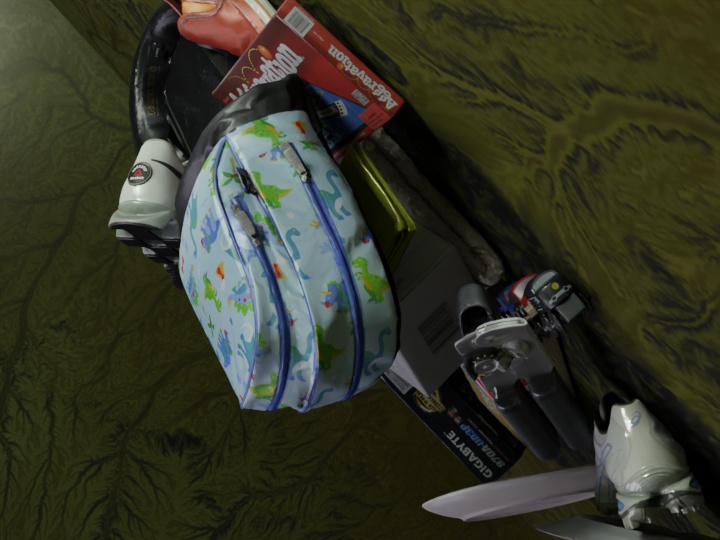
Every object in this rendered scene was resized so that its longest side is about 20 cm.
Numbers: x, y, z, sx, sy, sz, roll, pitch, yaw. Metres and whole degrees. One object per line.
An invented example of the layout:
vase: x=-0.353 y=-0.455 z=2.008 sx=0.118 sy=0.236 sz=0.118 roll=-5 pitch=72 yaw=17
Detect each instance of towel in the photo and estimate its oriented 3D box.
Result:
towel: x=0.031 y=-0.060 z=1.129 sx=0.200 sy=0.034 sz=0.133 roll=47 pitch=175 yaw=-1
towel: x=-0.022 y=0.006 z=1.047 sx=0.086 sy=0.018 sz=0.200 roll=55 pitch=139 yaw=26

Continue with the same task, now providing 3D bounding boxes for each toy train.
toy train: x=0.124 y=0.025 z=1.017 sx=0.046 sy=0.034 sz=0.200 roll=50 pitch=175 yaw=3

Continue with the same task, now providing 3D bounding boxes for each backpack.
backpack: x=-0.051 y=-0.001 z=0.967 sx=0.200 sy=0.153 sz=0.163 roll=51 pitch=144 yaw=17

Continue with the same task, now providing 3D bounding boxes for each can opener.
can opener: x=0.118 y=0.072 z=1.044 sx=0.200 sy=0.053 sz=0.067 roll=50 pitch=-156 yaw=-54

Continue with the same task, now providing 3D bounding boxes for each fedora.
fedora: x=-0.115 y=-0.141 z=1.216 sx=0.091 sy=0.201 sz=0.201 roll=3 pitch=-152 yaw=-40

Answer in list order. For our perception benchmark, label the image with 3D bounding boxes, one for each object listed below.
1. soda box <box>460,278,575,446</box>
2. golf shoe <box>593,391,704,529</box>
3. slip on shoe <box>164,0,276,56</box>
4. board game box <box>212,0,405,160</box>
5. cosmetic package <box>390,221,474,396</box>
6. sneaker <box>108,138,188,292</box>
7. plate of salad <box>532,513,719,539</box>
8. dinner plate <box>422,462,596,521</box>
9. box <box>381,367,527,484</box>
soda box: x=0.129 y=0.081 z=1.212 sx=0.064 sy=0.068 sz=0.200 roll=44 pitch=174 yaw=25
golf shoe: x=0.210 y=0.136 z=1.092 sx=0.200 sy=0.078 sz=0.098 roll=82 pitch=170 yaw=-82
slip on shoe: x=-0.107 y=-0.193 z=1.101 sx=0.200 sy=0.061 sz=0.074 roll=43 pitch=172 yaw=22
board game box: x=-0.043 y=-0.123 z=1.026 sx=0.103 sy=0.019 sz=0.200 roll=42 pitch=162 yaw=-7
cosmetic package: x=0.000 y=0.000 z=1.133 sx=0.200 sy=0.085 sz=0.108 roll=36 pitch=165 yaw=42
sneaker: x=-0.123 y=-0.036 z=1.129 sx=0.074 sy=0.089 sz=0.200 roll=3 pitch=159 yaw=19
plate of salad: x=0.228 y=0.221 z=1.093 sx=0.199 sy=0.048 sz=0.200 roll=11 pitch=175 yaw=1
dinner plate: x=0.155 y=0.203 z=1.307 sx=0.200 sy=0.199 sz=0.024 roll=70 pitch=-171 yaw=-77
box: x=0.100 y=0.109 z=1.387 sx=0.159 sy=0.046 sz=0.200 roll=46 pitch=-162 yaw=3
